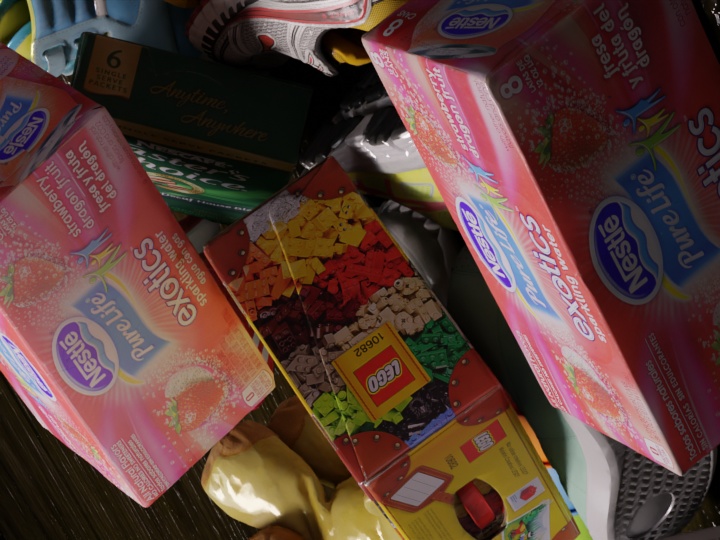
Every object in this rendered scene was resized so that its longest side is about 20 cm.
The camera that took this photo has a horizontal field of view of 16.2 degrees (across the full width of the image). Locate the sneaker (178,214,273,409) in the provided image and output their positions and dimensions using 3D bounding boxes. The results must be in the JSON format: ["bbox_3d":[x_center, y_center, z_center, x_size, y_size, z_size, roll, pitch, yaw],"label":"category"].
[{"bbox_3d":[-0.104,0.048,1.398,0.078,0.200,0.116,-27,100,36],"label":"sneaker"}]

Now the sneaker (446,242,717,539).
[{"bbox_3d":[0.104,0.056,1.228,0.118,0.074,0.201,44,165,39],"label":"sneaker"}]

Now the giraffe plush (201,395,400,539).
[{"bbox_3d":[0.023,0.142,1.473,0.201,0.172,0.162,61,141,12],"label":"giraffe plush"}]

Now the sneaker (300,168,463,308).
[{"bbox_3d":[0.000,0.000,1.386,0.200,0.081,0.075,19,141,60],"label":"sneaker"}]

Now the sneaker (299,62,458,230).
[{"bbox_3d":[0.035,-0.053,1.193,0.090,0.078,0.200,39,176,-15],"label":"sneaker"}]

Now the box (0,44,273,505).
[{"bbox_3d":[-0.138,0.004,1.214,0.102,0.095,0.201,31,159,44],"label":"box"}]

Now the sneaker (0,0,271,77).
[{"bbox_3d":[-0.135,-0.123,1.404,0.079,0.130,0.201,21,146,58],"label":"sneaker"}]

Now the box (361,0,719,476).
[{"bbox_3d":[0.098,-0.032,1.020,0.102,0.094,0.201,27,150,57],"label":"box"}]

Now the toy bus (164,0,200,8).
[{"bbox_3d":[-0.133,-0.212,1.304,0.200,0.078,0.065,40,161,36],"label":"toy bus"}]

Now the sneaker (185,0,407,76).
[{"bbox_3d":[-0.027,-0.123,1.207,0.082,0.078,0.200,47,166,-3],"label":"sneaker"}]

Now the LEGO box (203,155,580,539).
[{"bbox_3d":[0.018,0.060,1.208,0.149,0.077,0.200,54,178,28],"label":"LEGO box"}]

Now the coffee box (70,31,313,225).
[{"bbox_3d":[-0.095,-0.069,1.327,0.122,0.044,0.200,15,169,-6],"label":"coffee box"}]

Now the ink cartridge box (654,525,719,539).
[{"bbox_3d":[0.187,0.237,1.231,0.116,0.067,0.201,102,155,-62],"label":"ink cartridge box"}]

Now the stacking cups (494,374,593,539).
[{"bbox_3d":[0.102,0.098,1.352,0.060,0.060,0.201,36,155,44],"label":"stacking cups"}]
